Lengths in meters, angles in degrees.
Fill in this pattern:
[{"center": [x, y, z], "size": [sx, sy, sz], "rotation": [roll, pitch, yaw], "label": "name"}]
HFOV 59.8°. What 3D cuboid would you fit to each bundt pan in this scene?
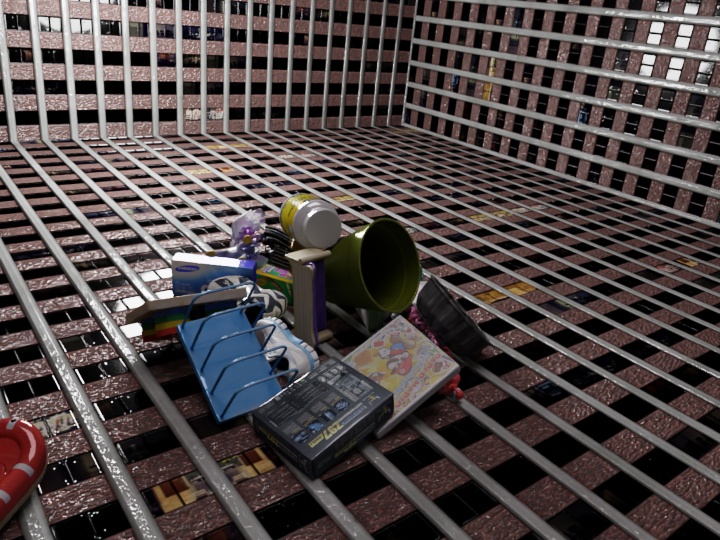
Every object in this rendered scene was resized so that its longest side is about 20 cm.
[{"center": [0.195, 0.109, 1.371], "size": [0.202, 0.076, 0.202], "rotation": [47, 7, -8], "label": "bundt pan"}]

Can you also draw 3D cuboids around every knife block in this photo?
[{"center": [-0.151, -0.046, 1.560], "size": [0.198, 0.064, 0.176], "rotation": [-10, 51, -50], "label": "knife block"}]

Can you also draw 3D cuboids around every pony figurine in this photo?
[{"center": [-0.309, -0.055, 1.623], "size": [0.190, 0.169, 0.200], "rotation": [-23, 7, -7], "label": "pony figurine"}]

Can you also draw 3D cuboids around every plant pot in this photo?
[{"center": [0.000, 0.000, 1.399], "size": [0.191, 0.204, 0.199], "rotation": [-9, 7, 45], "label": "plant pot"}]

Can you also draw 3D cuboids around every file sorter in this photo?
[{"center": [-0.217, 0.139, 1.121], "size": [0.137, 0.123, 0.202], "rotation": [-13, 61, -39], "label": "file sorter"}]

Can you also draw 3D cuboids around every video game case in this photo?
[{"center": [0.055, 0.191, 1.174], "size": [0.199, 0.023, 0.182], "rotation": [-35, 45, -17], "label": "video game case"}]

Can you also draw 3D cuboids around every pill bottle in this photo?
[{"center": [-0.113, -0.112, 1.444], "size": [0.110, 0.115, 0.200], "rotation": [-3, 14, -21], "label": "pill bottle"}]

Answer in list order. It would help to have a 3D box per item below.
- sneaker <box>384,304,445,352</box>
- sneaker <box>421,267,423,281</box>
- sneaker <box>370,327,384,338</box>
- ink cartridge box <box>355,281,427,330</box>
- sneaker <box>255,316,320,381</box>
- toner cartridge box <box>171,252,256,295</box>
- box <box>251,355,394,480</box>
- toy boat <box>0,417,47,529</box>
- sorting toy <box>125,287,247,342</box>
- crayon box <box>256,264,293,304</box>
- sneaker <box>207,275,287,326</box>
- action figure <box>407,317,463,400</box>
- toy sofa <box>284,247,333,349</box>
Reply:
[{"center": [0.116, 0.154, 1.371], "size": [0.095, 0.079, 0.201], "rotation": [-34, 43, -1], "label": "sneaker"}, {"center": [0.084, 0.015, 1.597], "size": [0.197, 0.123, 0.083], "rotation": [-10, 28, -33], "label": "sneaker"}, {"center": [0.037, 0.181, 1.257], "size": [0.084, 0.078, 0.201], "rotation": [-5, 28, -9], "label": "sneaker"}, {"center": [0.097, 0.082, 1.512], "size": [0.196, 0.068, 0.117], "rotation": [-3, 25, -17], "label": "ink cartridge box"}, {"center": [-0.171, 0.160, 1.264], "size": [0.086, 0.076, 0.199], "rotation": [-21, 35, -37], "label": "sneaker"}, {"center": [-0.352, 0.019, 1.510], "size": [0.196, 0.097, 0.043], "rotation": [6, 25, 0], "label": "toner cartridge box"}, {"center": [-0.062, 0.244, 1.075], "size": [0.156, 0.052, 0.199], "rotation": [24, 42, 37], "label": "box"}, {"center": [-0.520, 0.265, 0.848], "size": [0.128, 0.133, 0.201], "rotation": [8, 23, 3], "label": "toy boat"}, {"center": [-0.350, 0.097, 1.265], "size": [0.196, 0.071, 0.199], "rotation": [-7, -7, -33], "label": "sorting toy"}, {"center": [-0.177, 0.013, 1.615], "size": [0.117, 0.059, 0.200], "rotation": [15, 25, 19], "label": "crayon box"}, {"center": [-0.276, 0.074, 1.419], "size": [0.196, 0.081, 0.130], "rotation": [22, 17, 9], "label": "sneaker"}, {"center": [0.138, 0.169, 1.243], "size": [0.065, 0.100, 0.200], "rotation": [-32, 60, -14], "label": "action figure"}, {"center": [-0.100, 0.060, 1.344], "size": [0.082, 0.204, 0.097], "rotation": [-17, 25, -40], "label": "toy sofa"}]
